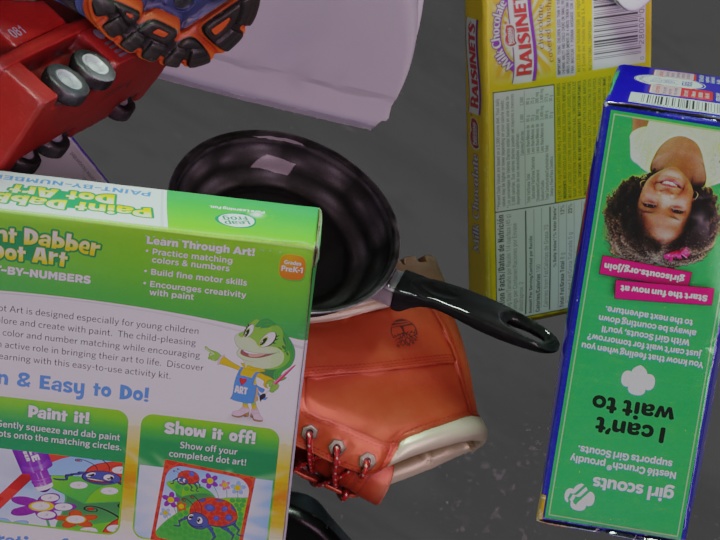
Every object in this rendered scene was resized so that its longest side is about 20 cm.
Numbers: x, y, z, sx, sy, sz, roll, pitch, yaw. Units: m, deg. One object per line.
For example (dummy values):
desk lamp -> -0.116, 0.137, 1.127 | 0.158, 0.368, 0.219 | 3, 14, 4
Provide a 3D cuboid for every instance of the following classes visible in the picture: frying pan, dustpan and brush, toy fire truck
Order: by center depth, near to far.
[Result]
toy fire truck -> -0.171, -0.108, 0.991 | 0.141, 0.200, 0.049 | 42, 118, 4
dustpan and brush -> -0.015, -0.165, 1.067 | 0.139, 0.057, 0.200 | 12, 136, -20
frying pan -> -0.002, -0.013, 1.111 | 0.189, 0.115, 0.031 | 11, 137, -14

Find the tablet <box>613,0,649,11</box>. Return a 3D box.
tablet -> 0.124, -0.244, 1.151 | 0.130, 0.014, 0.200 | -44, 114, -17

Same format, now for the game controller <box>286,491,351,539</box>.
game controller -> -0.013, 0.180, 1.167 | 0.200, 0.104, 0.042 | 51, 55, -29

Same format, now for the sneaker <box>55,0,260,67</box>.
sneaker -> -0.136, -0.152, 0.984 | 0.200, 0.079, 0.075 | 30, 108, -36

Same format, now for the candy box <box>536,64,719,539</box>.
candy box -> 0.141, 0.011, 1.125 | 0.077, 0.169, 0.201 | 8, 102, 7

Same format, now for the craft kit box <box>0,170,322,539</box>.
craft kit box -> -0.124, 0.059, 0.973 | 0.199, 0.049, 0.198 | 7, 116, -1

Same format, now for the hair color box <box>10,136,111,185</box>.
hair color box -> -0.185, 0.034, 1.059 | 0.200, 0.065, 0.109 | -44, 119, -12

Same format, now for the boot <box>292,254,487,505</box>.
boot -> -0.033, 0.069, 1.116 | 0.199, 0.075, 0.108 | -16, 76, -21

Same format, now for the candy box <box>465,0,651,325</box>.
candy box -> 0.102, -0.075, 1.195 | 0.102, 0.026, 0.201 | -9, 108, -24
